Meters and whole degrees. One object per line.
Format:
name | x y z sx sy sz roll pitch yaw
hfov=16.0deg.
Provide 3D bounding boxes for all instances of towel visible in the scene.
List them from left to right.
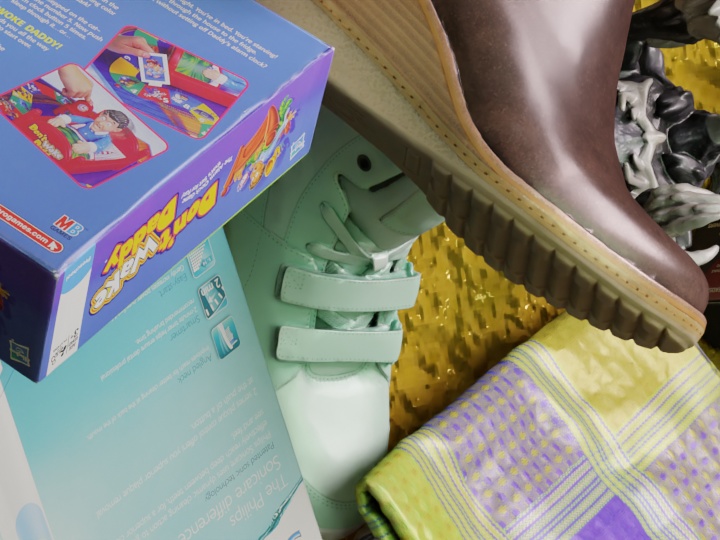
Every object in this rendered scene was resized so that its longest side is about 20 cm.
towel | 0.094 0.091 0.967 0.200 0.023 0.144 -32 83 -45

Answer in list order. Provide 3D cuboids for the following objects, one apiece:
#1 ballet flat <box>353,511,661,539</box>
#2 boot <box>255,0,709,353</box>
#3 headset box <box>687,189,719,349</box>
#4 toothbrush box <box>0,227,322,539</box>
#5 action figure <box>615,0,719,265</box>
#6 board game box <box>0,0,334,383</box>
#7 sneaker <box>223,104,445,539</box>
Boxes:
ballet flat | 0.048 0.105 0.989 0.200 0.072 0.072 -2 89 -38
boot | 0.073 -0.089 0.846 0.200 0.072 0.166 40 78 -1
headset box | 0.225 -0.038 1.070 0.075 0.148 0.200 36 66 -30
toothbrush box | -0.105 0.055 0.823 0.146 0.085 0.200 -38 120 -40
action figure | 0.105 -0.055 1.000 0.200 0.102 0.119 3 81 -48
board game box | -0.128 -0.068 0.756 0.200 0.045 0.134 33 46 17
sneaker | 0.000 0.000 0.914 0.074 0.118 0.201 -5 91 -38
